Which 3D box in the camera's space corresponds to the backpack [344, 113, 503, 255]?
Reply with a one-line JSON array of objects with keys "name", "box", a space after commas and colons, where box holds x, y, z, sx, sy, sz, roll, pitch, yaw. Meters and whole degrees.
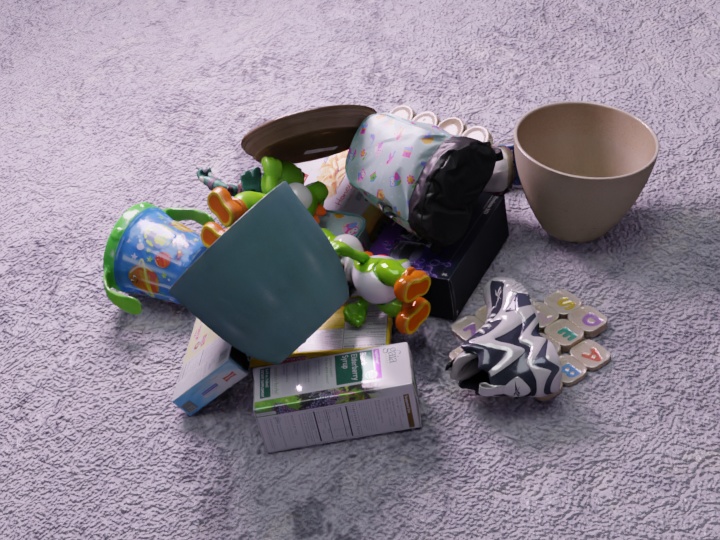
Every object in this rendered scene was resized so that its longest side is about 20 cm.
[{"name": "backpack", "box": [0.075, -0.136, 1.713, 0.200, 0.126, 0.168, 33, 92, 50]}]

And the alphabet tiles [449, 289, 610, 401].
[{"name": "alphabet tiles", "box": [0.218, 0.090, 1.638, 0.199, 0.015, 0.195, -28, 40, -21]}]

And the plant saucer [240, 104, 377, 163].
[{"name": "plant saucer", "box": [-0.070, -0.189, 1.791, 0.199, 0.200, 0.030, -14, 82, -2]}]

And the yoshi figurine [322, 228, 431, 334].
[{"name": "yoshi figurine", "box": [-0.010, 0.011, 1.654, 0.199, 0.112, 0.113, 29, 91, 32]}]

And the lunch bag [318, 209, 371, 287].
[{"name": "lunch bag", "box": [-0.086, -0.026, 1.816, 0.199, 0.077, 0.161, 12, 42, 28]}]

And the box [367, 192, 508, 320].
[{"name": "box", "box": [0.106, -0.031, 1.773, 0.140, 0.079, 0.200, 12, 43, 25]}]

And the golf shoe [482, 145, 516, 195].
[{"name": "golf shoe", "box": [0.153, -0.135, 1.837, 0.092, 0.073, 0.200, -8, -1, -26]}]

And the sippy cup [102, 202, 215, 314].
[{"name": "sippy cup", "box": [-0.279, -0.014, 1.821, 0.130, 0.140, 0.179, 21, 86, 21]}]

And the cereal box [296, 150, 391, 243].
[{"name": "cereal box", "box": [-0.016, -0.136, 1.916, 0.199, 0.039, 0.145, 24, 82, 38]}]

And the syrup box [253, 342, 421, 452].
[{"name": "syrup box", "box": [-0.028, 0.157, 1.562, 0.198, 0.082, 0.079, -11, 38, 4]}]

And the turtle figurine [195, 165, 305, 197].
[{"name": "turtle figurine", "box": [-0.164, -0.137, 1.946, 0.149, 0.101, 0.200, -24, 14, -19]}]

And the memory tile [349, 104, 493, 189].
[{"name": "memory tile", "box": [0.086, -0.161, 1.823, 0.199, 0.017, 0.154, 22, 77, 42]}]

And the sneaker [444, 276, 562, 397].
[{"name": "sneaker", "box": [0.158, 0.087, 1.578, 0.129, 0.080, 0.200, -10, 47, -12]}]

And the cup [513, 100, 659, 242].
[{"name": "cup", "box": [0.309, -0.126, 1.773, 0.199, 0.144, 0.201, 0, 38, 0]}]

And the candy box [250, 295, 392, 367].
[{"name": "candy box", "box": [-0.055, 0.081, 1.706, 0.198, 0.027, 0.103, -4, 47, 10]}]

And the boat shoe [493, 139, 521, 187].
[{"name": "boat shoe", "box": [0.275, -0.175, 1.926, 0.198, 0.073, 0.073, -2, 32, -3]}]

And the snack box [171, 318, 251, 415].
[{"name": "snack box", "box": [-0.183, 0.088, 1.681, 0.116, 0.037, 0.201, -36, 27, 30]}]

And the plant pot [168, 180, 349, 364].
[{"name": "plant pot", "box": [-0.110, 0.016, 1.560, 0.161, 0.201, 0.201, 47, 54, -1]}]

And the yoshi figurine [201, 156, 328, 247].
[{"name": "yoshi figurine", "box": [-0.137, -0.097, 1.753, 0.112, 0.113, 0.199, -11, 8, 46]}]
